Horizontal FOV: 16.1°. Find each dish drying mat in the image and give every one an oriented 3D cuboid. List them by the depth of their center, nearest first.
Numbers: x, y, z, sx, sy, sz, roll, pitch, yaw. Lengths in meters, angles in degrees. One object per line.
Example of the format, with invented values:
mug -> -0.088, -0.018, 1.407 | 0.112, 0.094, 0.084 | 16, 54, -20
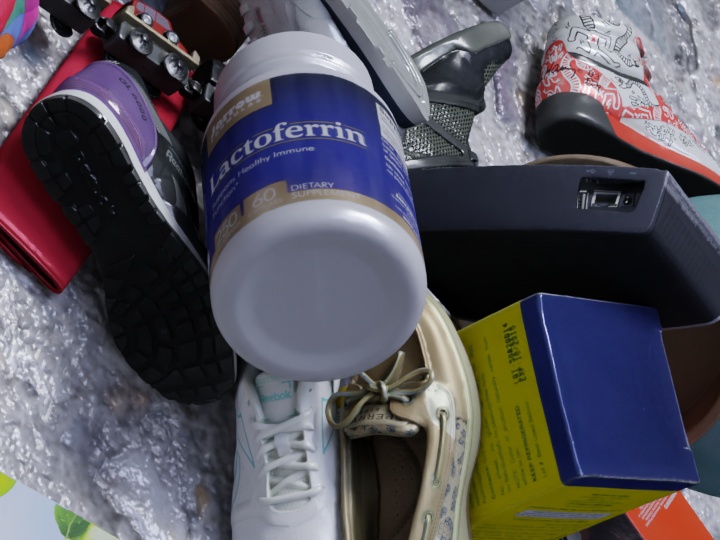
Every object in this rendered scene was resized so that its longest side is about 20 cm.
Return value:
dish drying mat -> -0.157, -0.074, 1.460 | 0.077, 0.018, 0.200 | 47, 43, -18

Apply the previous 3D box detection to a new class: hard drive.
hard drive -> 0.111, -0.011, 1.483 | 0.135, 0.200, 0.042 | 47, 54, -44

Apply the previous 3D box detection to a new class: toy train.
toy train -> -0.126, -0.133, 1.485 | 0.200, 0.034, 0.046 | 34, 44, -30

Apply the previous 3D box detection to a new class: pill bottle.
pill bottle -> -0.030, -0.041, 1.405 | 0.116, 0.116, 0.200 | 36, 25, -28

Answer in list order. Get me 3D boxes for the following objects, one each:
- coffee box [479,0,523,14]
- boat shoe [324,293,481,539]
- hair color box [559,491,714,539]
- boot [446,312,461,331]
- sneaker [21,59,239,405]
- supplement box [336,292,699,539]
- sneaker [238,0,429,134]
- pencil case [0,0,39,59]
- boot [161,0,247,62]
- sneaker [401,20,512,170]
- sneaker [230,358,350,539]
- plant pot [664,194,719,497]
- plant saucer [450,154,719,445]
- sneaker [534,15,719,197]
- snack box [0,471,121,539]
coffee box -> 0.116, -0.340, 1.757 | 0.198, 0.200, 0.200 | 39, 44, -26
boat shoe -> 0.022, 0.107, 1.392 | 0.063, 0.073, 0.200 | 7, 74, -52
hair color box -> 0.150, 0.173, 1.573 | 0.200, 0.111, 0.064 | 54, 40, -9
boot -> 0.000, 0.000, 1.549 | 0.200, 0.074, 0.075 | 40, 36, -21
sneaker -> -0.108, -0.025, 1.426 | 0.200, 0.076, 0.088 | 67, 29, -18
supplement box -> 0.076, 0.100, 1.465 | 0.109, 0.200, 0.109 | 8, 64, -45
sneaker -> -0.041, -0.153, 1.517 | 0.200, 0.080, 0.076 | 57, 18, -4
pencil case -> -0.248, -0.113, 1.339 | 0.088, 0.088, 0.200 | 53, 39, -11
boot -> -0.108, -0.242, 1.558 | 0.200, 0.077, 0.155 | 47, 44, -22
sneaker -> 0.048, -0.084, 1.641 | 0.114, 0.076, 0.199 | 57, 43, -8
sneaker -> -0.044, 0.099, 1.423 | 0.080, 0.070, 0.200 | 77, 6, -59
plant pot -> 0.192, 0.039, 1.658 | 0.135, 0.200, 0.200 | 10, 54, -1
plant saucer -> 0.147, 0.023, 1.564 | 0.029, 0.200, 0.200 | -30, 92, -54
sneaker -> 0.208, -0.108, 1.827 | 0.201, 0.067, 0.108 | 27, 53, -31
snack box -> -0.192, 0.199, 1.241 | 0.142, 0.053, 0.200 | 33, 48, -28
